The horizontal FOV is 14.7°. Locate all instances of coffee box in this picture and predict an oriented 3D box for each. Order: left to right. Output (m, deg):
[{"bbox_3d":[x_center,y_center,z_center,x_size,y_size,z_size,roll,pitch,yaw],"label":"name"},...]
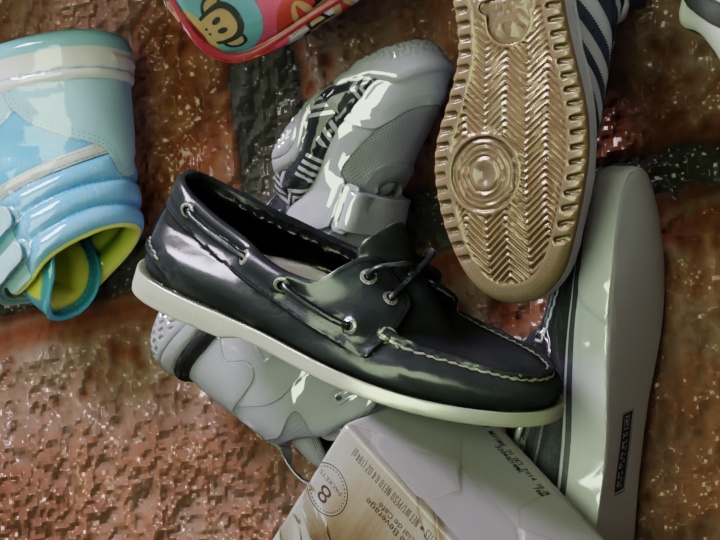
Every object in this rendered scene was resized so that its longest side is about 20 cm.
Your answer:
[{"bbox_3d":[0.011,0.162,1.194,0.114,0.080,0.200,47,127,22],"label":"coffee box"}]

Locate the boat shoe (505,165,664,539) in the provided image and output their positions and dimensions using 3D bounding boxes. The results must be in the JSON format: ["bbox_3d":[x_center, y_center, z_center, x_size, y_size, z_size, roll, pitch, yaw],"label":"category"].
[{"bbox_3d":[0.087,0.053,1.206,0.068,0.072,0.201,8,98,25],"label":"boat shoe"}]

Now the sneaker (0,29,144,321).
[{"bbox_3d":[-0.191,-0.029,1.340,0.200,0.079,0.131,-16,79,26],"label":"sneaker"}]

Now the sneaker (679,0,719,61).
[{"bbox_3d":[0.211,-0.071,1.158,0.200,0.074,0.080,52,149,10],"label":"sneaker"}]

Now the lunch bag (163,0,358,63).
[{"bbox_3d":[-0.043,-0.209,1.212,0.176,0.082,0.200,-33,99,2],"label":"lunch bag"}]

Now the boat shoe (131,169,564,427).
[{"bbox_3d":[-0.002,0.007,1.170,0.199,0.074,0.066,21,108,26],"label":"boat shoe"}]

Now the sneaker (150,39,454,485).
[{"bbox_3d":[0.000,0.000,1.248,0.115,0.075,0.200,46,111,20],"label":"sneaker"}]

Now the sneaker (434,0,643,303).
[{"bbox_3d":[0.083,-0.086,1.190,0.070,0.108,0.201,-4,87,28],"label":"sneaker"}]
